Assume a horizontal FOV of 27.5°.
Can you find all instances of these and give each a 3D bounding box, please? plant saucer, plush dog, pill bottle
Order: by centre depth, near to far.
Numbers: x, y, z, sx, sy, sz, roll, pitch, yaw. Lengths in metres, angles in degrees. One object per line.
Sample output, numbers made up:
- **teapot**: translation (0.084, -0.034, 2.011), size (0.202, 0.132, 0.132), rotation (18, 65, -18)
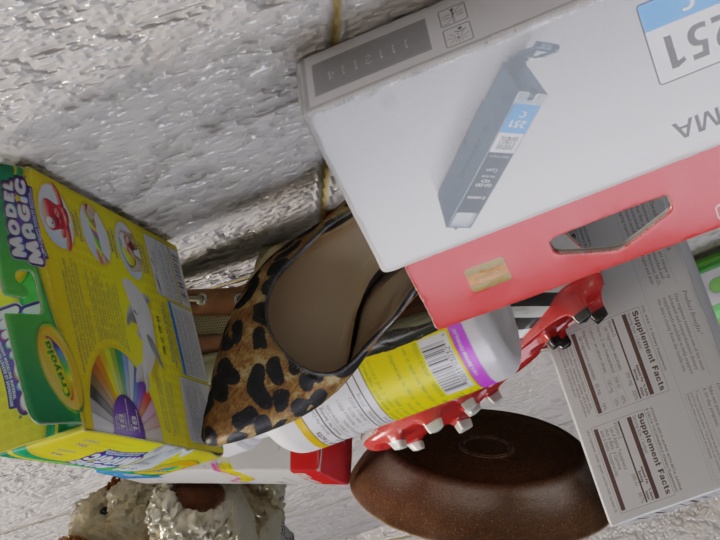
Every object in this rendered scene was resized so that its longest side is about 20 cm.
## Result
- **pill bottle**: translation (-0.008, 0.048, 0.911), size (0.198, 0.106, 0.104), rotation (-21, 165, 14)
- **plant saucer**: translation (0.091, 0.143, 1.073), size (0.197, 0.037, 0.201), rotation (2, -163, 0)
- **plush dog**: translation (-0.153, 0.211, 1.190), size (0.169, 0.163, 0.200), rotation (0, -161, 16)

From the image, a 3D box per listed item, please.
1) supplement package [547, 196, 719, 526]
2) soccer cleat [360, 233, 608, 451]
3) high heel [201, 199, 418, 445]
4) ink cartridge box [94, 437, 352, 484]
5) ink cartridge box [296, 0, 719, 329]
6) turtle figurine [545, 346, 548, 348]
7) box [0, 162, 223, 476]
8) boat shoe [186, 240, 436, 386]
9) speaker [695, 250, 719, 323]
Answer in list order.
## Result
- **supplement package**: translation (0.203, 0.066, 1.039), size (0.110, 0.202, 0.156), rotation (-21, 167, 14)
- **soccer cleat**: translation (0.072, 0.045, 0.977), size (0.199, 0.086, 0.068), rotation (-39, 160, 18)
- **high heel**: translation (0.000, 0.000, 0.708), size (0.200, 0.071, 0.142), rotation (-48, -176, -25)
- **ink cartridge box**: translation (-0.073, 0.113, 1.029), size (0.197, 0.068, 0.116), rotation (-1, 168, 10)
- **ink cartridge box**: translation (0.096, -0.050, 0.630), size (0.198, 0.045, 0.177), rotation (-21, 131, 10)
- **turtle figurine**: translation (0.052, 0.063, 1.073), size (0.160, 0.065, 0.199), rotation (-16, 167, 34)
- **box**: translation (-0.125, 0.029, 0.671), size (0.048, 0.119, 0.200), rotation (-17, 165, 9)
- **boat shoe**: translation (-0.039, 0.020, 0.820), size (0.197, 0.075, 0.076), rotation (-13, 176, 5)
- **speaker**: translation (0.315, 0.024, 1.260), size (0.198, 0.090, 0.088), rotation (-24, 164, 21)
